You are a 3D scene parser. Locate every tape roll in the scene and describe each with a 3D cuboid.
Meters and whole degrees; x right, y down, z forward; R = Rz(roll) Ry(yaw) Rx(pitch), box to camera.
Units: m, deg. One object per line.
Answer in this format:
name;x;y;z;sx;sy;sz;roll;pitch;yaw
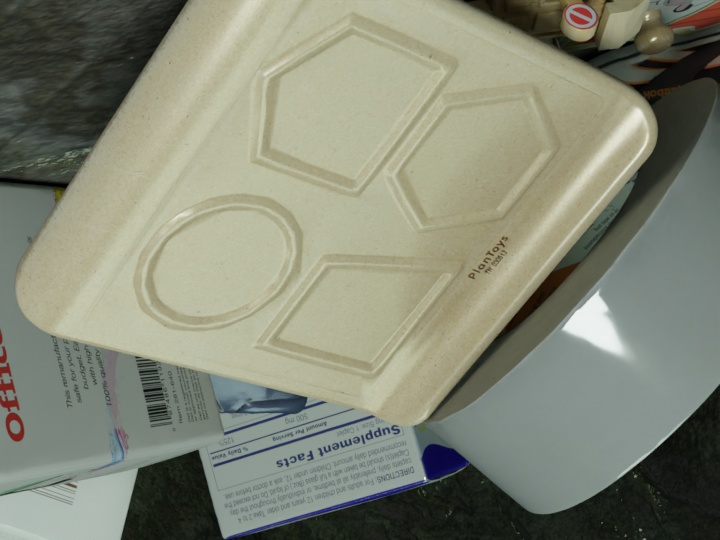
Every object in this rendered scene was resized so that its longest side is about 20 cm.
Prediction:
tape roll;0.114;0.010;0.687;0.201;0.066;0.200;-49;-174;7

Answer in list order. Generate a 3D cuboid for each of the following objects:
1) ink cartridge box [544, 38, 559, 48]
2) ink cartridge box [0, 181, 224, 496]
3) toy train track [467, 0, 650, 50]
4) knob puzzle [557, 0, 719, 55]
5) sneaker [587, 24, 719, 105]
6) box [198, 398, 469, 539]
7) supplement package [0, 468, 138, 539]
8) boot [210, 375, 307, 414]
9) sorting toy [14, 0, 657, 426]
ink cartridge box;-0.010;-0.066;0.761;0.199;0.044;0.198;-16;171;-3
ink cartridge box;-0.169;0.037;0.785;0.084;0.146;0.200;-19;171;25
toy train track;0.024;-0.085;0.610;0.199;0.033;0.115;-10;149;-11
knob puzzle;0.206;-0.141;0.714;0.218;0.031;0.220;-16;172;-2
sneaker;0.176;-0.081;0.826;0.199;0.080;0.078;-22;139;23
box;-0.036;0.090;1.216;0.183;0.201;0.105;-19;172;21
supplement package;-0.233;0.114;0.946;0.117;0.118;0.199;25;154;-31
boot;-0.113;0.044;0.962;0.199;0.091;0.073;8;-158;-21
sorting toy;-0.008;-0.029;0.592;0.199;0.037;0.185;20;119;-35
